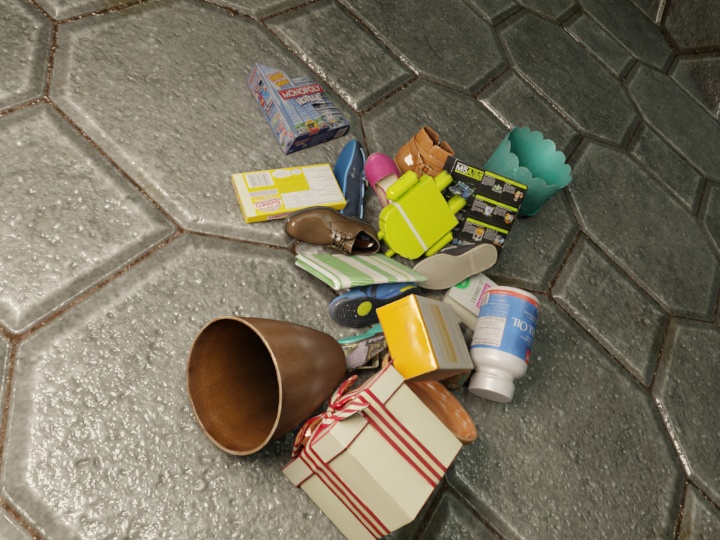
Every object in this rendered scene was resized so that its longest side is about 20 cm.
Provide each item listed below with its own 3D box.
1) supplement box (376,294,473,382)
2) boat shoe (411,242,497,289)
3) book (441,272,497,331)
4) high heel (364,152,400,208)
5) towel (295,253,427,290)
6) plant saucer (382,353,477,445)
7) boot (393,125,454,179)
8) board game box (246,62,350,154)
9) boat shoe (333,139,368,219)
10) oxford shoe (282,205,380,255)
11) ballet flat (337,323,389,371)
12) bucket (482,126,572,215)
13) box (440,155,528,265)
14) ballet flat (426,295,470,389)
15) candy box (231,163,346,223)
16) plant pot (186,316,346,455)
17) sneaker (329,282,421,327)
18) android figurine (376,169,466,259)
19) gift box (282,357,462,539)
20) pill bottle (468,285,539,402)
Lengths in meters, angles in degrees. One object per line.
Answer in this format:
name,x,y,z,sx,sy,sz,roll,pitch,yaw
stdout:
supplement box,0.112,0.118,1.104,0.200,0.073,0.127,18,52,-62
boat shoe,0.184,-0.012,1.346,0.199,0.063,0.073,-17,108,-20
book,0.273,0.082,1.368,0.200,0.048,0.134,36,43,-1
high heel,0.063,-0.151,1.320,0.067,0.200,0.096,-23,57,0
towel,0.000,0.000,1.193,0.199,0.024,0.152,-2,19,-36
plant saucer,0.109,0.220,1.092,0.200,0.038,0.200,38,12,-9
boot,0.162,-0.202,1.423,0.200,0.155,0.077,48,39,7
board game box,-0.141,-0.362,1.404,0.200,0.062,0.200,52,45,9
boat shoe,-0.019,-0.174,1.346,0.068,0.084,0.201,24,63,-28
oxford shoe,-0.047,-0.070,1.219,0.199,0.073,0.084,6,27,-29
ballet flat,0.028,0.131,1.145,0.200,0.072,0.072,-17,68,-50
bucket,0.414,-0.246,1.651,0.206,0.135,0.208,18,49,-22
box,0.240,-0.124,1.403,0.199,0.194,0.048,14,12,-25
ballet flat,0.171,0.124,1.244,0.070,0.065,0.201,9,53,-32
candy box,-0.134,-0.148,1.237,0.199,0.026,0.103,-10,63,-24
plant pot,-0.117,0.151,0.961,0.199,0.187,0.188,-5,59,-54
sneaker,0.016,0.049,1.206,0.199,0.066,0.078,-12,39,-34
android figurine,0.117,-0.106,1.316,0.182,0.200,0.041,52,-5,-28
gift box,0.020,0.252,0.950,0.187,0.200,0.184,45,39,5
pill bottle,0.267,0.141,1.237,0.112,0.112,0.201,24,70,-18
